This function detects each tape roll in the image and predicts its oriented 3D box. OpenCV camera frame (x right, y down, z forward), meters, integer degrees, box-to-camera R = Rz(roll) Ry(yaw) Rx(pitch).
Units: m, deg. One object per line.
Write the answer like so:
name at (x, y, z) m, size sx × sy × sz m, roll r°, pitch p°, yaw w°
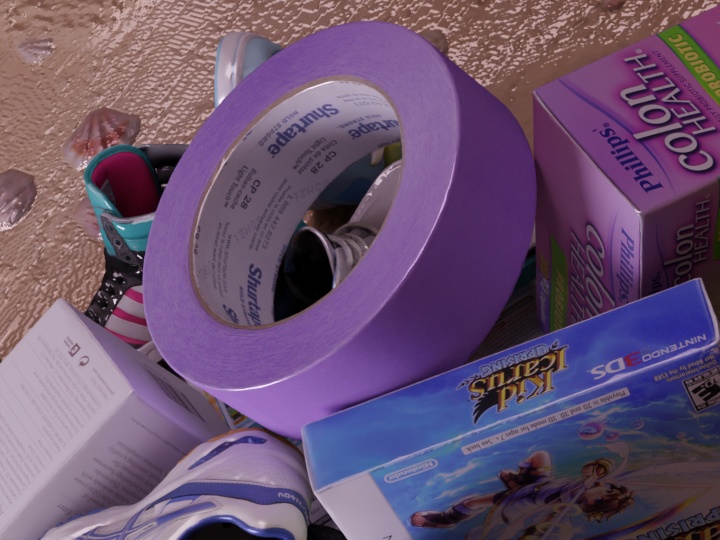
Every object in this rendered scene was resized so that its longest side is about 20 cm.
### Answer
tape roll at (-0.013, -0.020, 1.143) m, size 0.200 × 0.066 × 0.200 m, roll -25°, pitch 48°, yaw 31°

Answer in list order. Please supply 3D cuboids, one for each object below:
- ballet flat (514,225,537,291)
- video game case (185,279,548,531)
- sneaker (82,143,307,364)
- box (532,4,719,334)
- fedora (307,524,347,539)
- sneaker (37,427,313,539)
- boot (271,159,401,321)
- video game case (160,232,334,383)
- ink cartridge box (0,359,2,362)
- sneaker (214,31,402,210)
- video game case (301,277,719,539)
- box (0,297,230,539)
ballet flat at (0.093, -0.027, 1.232) m, size 0.200 × 0.070 × 0.069 m, roll -24°, pitch 41°, yaw -23°
video game case at (0.010, 0.055, 1.283) m, size 0.200 × 0.024 × 0.182 m, roll -34°, pitch 44°, yaw 5°
sneaker at (-0.132, -0.007, 1.333) m, size 0.200 × 0.121 × 0.084 m, roll -26°, pitch 28°, yaw 19°
box at (0.193, -0.039, 1.159) m, size 0.200 × 0.176 × 0.097 m, roll -26°, pitch 53°, yaw -16°
fedora at (-0.049, 0.224, 1.148) m, size 0.200 × 0.092 × 0.201 m, roll -36°, pitch 23°, yaw 18°
sneaker at (-0.110, 0.156, 1.147) m, size 0.200 × 0.075 × 0.088 m, roll -39°, pitch 22°, yaw 13°
boot at (0.000, 0.000, 1.248) m, size 0.073 × 0.096 × 0.200 m, roll -6°, pitch 52°, yaw 29°
video game case at (-0.082, 0.067, 1.363) m, size 0.182 × 0.022 × 0.200 m, roll -8°, pitch 49°, yaw 22°
ink cartridge box at (-0.285, 0.117, 1.340) m, size 0.087 × 0.145 × 0.200 m, roll 4°, pitch 54°, yaw 29°
sneaker at (0.000, -0.089, 1.342) m, size 0.130 × 0.200 × 0.080 m, roll -1°, pitch 78°, yaw 17°
video game case at (0.098, 0.105, 1.121) m, size 0.200 × 0.181 × 0.045 m, roll -21°, pitch 48°, yaw 11°
box at (-0.168, 0.137, 1.247) m, size 0.200 × 0.124 × 0.097 m, roll -47°, pitch 43°, yaw 3°
